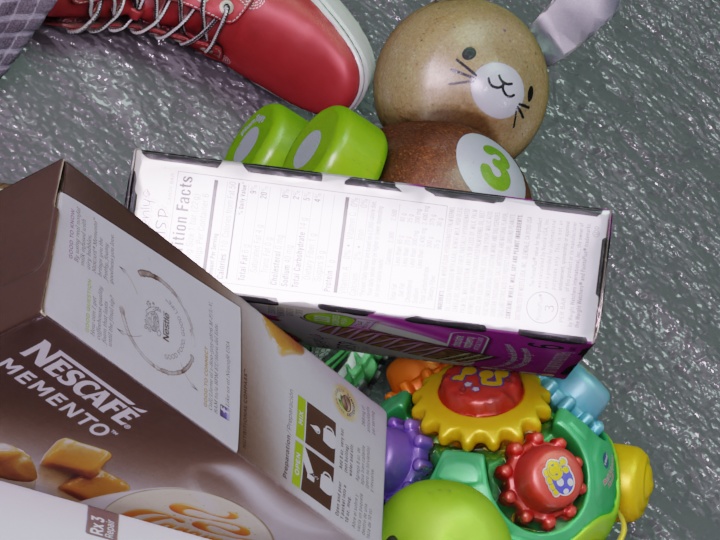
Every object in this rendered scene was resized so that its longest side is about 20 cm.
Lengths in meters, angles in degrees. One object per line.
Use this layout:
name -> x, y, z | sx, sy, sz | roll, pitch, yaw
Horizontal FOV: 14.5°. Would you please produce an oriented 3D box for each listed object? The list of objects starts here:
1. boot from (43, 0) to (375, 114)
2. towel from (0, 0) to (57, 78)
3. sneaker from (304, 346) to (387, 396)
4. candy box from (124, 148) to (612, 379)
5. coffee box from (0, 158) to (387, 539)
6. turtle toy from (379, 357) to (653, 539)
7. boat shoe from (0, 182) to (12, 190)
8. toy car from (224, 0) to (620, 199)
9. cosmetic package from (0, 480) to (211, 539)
boot -> -0.099, -0.134, 1.520 | 0.200, 0.072, 0.144 | 36, 34, 12
towel -> -0.219, -0.139, 1.329 | 0.200, 0.166, 0.086 | -7, 58, -45
sneaker -> -0.037, 0.047, 1.355 | 0.085, 0.078, 0.200 | 32, 34, -5
candy box -> 0.000, 0.000, 1.213 | 0.200, 0.136, 0.061 | 8, 82, 1
coffee box -> -0.095, 0.056, 1.140 | 0.200, 0.114, 0.080 | 40, 39, -37
turtle toy -> 0.051, 0.102, 1.283 | 0.146, 0.101, 0.200 | 5, 35, 13
boat shoe -> -0.106, 0.016, 1.308 | 0.200, 0.072, 0.076 | 7, 57, 7
toy car -> 0.056, -0.086, 1.457 | 0.164, 0.200, 0.158 | 32, -9, -23
cosmetic package -> -0.119, 0.140, 1.087 | 0.200, 0.074, 0.102 | 18, 23, -12
